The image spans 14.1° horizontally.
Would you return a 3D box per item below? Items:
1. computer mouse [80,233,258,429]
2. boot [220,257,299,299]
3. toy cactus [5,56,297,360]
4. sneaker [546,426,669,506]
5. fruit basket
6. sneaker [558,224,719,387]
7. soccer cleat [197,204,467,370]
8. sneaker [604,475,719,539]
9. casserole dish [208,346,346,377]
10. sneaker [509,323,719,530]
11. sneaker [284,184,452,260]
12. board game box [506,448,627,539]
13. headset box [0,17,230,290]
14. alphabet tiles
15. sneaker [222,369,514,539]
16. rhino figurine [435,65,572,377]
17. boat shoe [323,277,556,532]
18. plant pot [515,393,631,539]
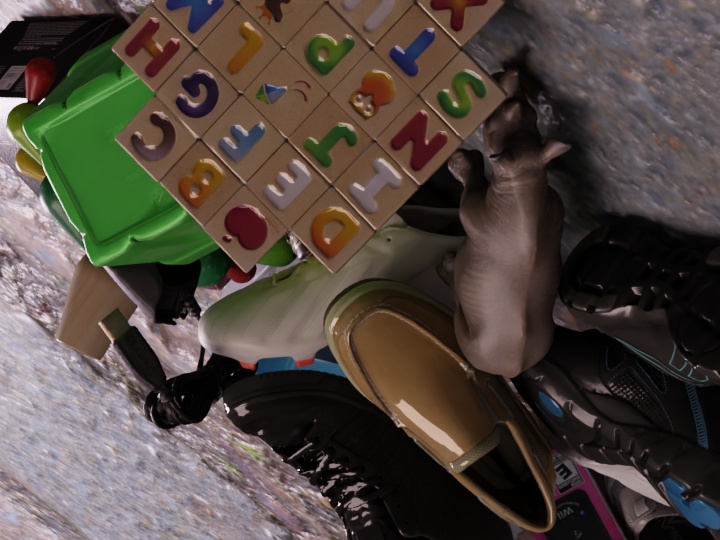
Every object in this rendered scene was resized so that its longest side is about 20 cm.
[{"bbox_3d":[-0.137,0.002,1.679,0.046,0.140,0.201,-24,100,23],"label":"computer mouse"},{"bbox_3d":[-0.012,0.010,1.868,0.095,0.074,0.200,16,156,-22],"label":"boot"},{"bbox_3d":[-0.143,-0.029,1.780,0.199,0.166,0.102,27,177,-24],"label":"toy cactus"},{"bbox_3d":[0.211,0.111,1.696,0.199,0.078,0.099,21,171,39],"label":"sneaker"},{"bbox_3d":[-0.056,-0.088,1.620,0.156,0.215,0.215,63,157,-2],"label":"fruit basket"},{"bbox_3d":[0.191,0.026,1.549,0.079,0.076,0.200,39,173,-34],"label":"sneaker"},{"bbox_3d":[0.000,0.000,1.672,0.069,0.199,0.078,-107,5,-60],"label":"soccer cleat"},{"bbox_3d":[0.220,0.198,1.799,0.200,0.075,0.082,44,-160,-16],"label":"sneaker"},{"bbox_3d":[-0.001,0.056,1.784,0.199,0.039,0.121,11,167,30],"label":"casserole dish"},{"bbox_3d":[0.158,0.071,1.653,0.200,0.082,0.073,34,163,35],"label":"sneaker"},{"bbox_3d":[-0.029,-0.049,1.735,0.200,0.076,0.071,35,160,9],"label":"sneaker"},{"bbox_3d":[0.115,0.227,1.767,0.201,0.147,0.064,62,180,26],"label":"board game box"},{"bbox_3d":[-0.156,-0.070,1.906,0.200,0.077,0.149,48,159,-26],"label":"headset box"},{"bbox_3d":[-0.028,-0.102,1.483,0.166,0.200,0.006,45,-162,3],"label":"alphabet tiles"},{"bbox_3d":[0.007,0.127,1.704,0.199,0.105,0.060,15,150,-38],"label":"sneaker"},{"bbox_3d":[0.080,-0.028,1.568,0.088,0.059,0.201,-107,15,-48],"label":"rhino figurine"},{"bbox_3d":[0.056,0.081,1.654,0.200,0.072,0.076,41,-164,-36],"label":"boat shoe"},{"bbox_3d":[0.107,0.220,1.904,0.200,0.199,0.200,34,160,14],"label":"plant pot"}]
